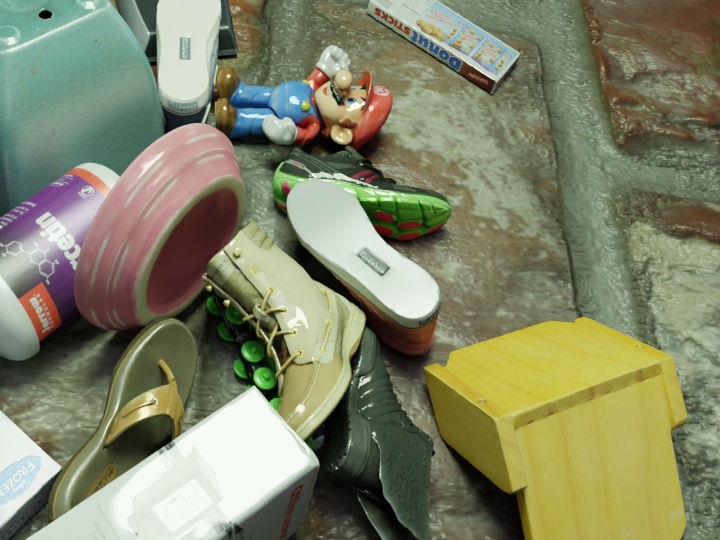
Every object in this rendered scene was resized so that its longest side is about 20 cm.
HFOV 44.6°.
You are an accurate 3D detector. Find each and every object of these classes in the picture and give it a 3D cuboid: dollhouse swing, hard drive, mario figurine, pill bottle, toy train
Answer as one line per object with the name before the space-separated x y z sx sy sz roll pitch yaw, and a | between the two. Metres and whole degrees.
dollhouse swing | 0.189 0.172 0.837 0.196 0.180 0.181 -15 20 -22
hard drive | -0.227 -0.340 1.059 0.132 0.043 0.203 -9 60 -20
mario figurine | -0.061 -0.195 0.966 0.195 0.106 0.127 0 88 -6
pill bottle | -0.285 0.000 0.779 0.112 0.113 0.200 38 56 12
toy train | -0.086 0.088 0.819 0.055 0.042 0.202 -12 61 -34

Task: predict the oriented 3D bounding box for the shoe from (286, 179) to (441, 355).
shoe | 0.000 0.000 0.869 0.071 0.092 0.200 -39 65 -19

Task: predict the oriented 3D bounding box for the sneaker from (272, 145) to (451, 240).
sneaker | 0.006 -0.091 0.937 0.195 0.077 0.085 13 59 -7

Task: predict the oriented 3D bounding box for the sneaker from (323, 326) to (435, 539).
sneaker | 0.022 0.148 0.794 0.103 0.060 0.202 31 36 -19

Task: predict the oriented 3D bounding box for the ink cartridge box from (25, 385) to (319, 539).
ink cartridge box | -0.137 0.199 0.666 0.198 0.146 0.083 -32 67 -30

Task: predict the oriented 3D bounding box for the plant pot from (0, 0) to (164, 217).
plant pot | -0.316 -0.191 0.843 0.196 0.201 0.195 43 58 16

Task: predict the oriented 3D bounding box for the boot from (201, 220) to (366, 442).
boot | -0.076 0.049 0.762 0.155 0.073 0.201 43 30 -13

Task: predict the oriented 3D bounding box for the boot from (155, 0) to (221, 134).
boot | -0.193 -0.224 0.966 0.071 0.091 0.203 6 54 -8

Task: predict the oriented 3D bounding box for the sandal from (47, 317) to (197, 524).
sandal | -0.184 0.134 0.732 0.053 0.081 0.202 0 50 36

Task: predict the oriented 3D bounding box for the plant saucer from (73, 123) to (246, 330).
plant saucer | -0.164 -0.028 0.773 0.050 0.202 0.201 32 55 13

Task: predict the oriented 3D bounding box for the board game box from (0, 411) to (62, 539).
board game box | -0.375 0.170 0.686 0.198 0.044 0.200 37 56 11

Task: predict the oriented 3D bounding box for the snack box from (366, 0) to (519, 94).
snack box | 0.107 -0.307 1.136 0.198 0.024 0.072 35 55 10
